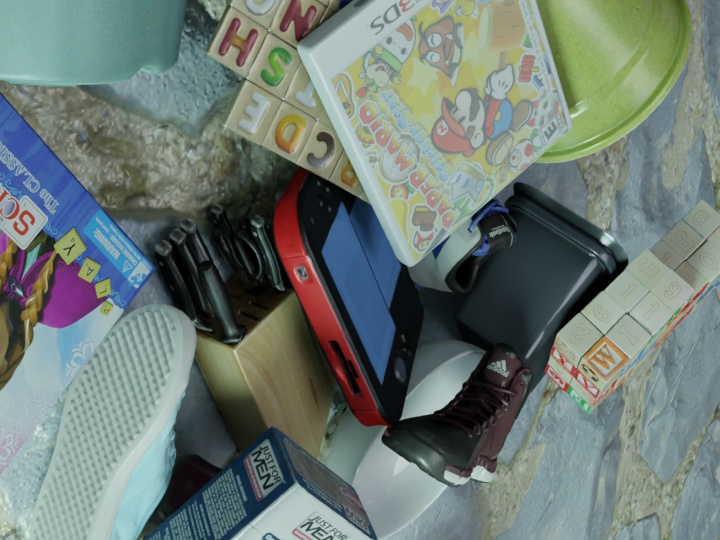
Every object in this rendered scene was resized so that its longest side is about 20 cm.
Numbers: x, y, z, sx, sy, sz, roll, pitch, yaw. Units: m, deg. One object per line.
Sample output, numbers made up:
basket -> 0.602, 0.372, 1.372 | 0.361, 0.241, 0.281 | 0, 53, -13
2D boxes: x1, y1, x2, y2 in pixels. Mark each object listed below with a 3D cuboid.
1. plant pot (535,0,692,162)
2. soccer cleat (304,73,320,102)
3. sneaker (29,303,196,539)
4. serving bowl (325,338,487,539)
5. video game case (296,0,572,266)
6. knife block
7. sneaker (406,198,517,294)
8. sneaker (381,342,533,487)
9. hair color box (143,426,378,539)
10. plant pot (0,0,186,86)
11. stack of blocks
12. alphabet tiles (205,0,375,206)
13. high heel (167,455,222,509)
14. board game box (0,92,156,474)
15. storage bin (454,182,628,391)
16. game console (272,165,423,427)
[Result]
plant pot -> 0.145, -0.225, 0.850 | 0.184, 0.199, 0.202 | 39, 73, -39
soccer cleat -> 0.011, -0.138, 0.775 | 0.198, 0.069, 0.078 | -9, 133, -40
sneaker -> -0.155, 0.112, 0.694 | 0.202, 0.073, 0.082 | -62, 158, 11
serving bowl -> 0.036, 0.142, 0.918 | 0.199, 0.065, 0.202 | -34, 142, -32
video game case -> 0.064, -0.130, 0.741 | 0.181, 0.023, 0.201 | -40, 131, -14
knife block -> -0.090, 0.059, 0.760 | 0.174, 0.063, 0.203 | 12, 94, -50
sneaker -> 0.082, -0.067, 0.878 | 0.080, 0.114, 0.203 | -19, 117, -45
sneaker -> 0.087, 0.109, 0.838 | 0.117, 0.075, 0.200 | -62, 159, 1
hair color box -> -0.095, 0.210, 0.702 | 0.199, 0.061, 0.100 | -41, 128, 7
plant pot -> -0.157, -0.206, 0.502 | 0.199, 0.199, 0.199 | -16, 122, -45
stack of blocks -> 0.261, 0.030, 0.932 | 0.200, 0.059, 0.115 | -42, 161, -12
alphabet tiles -> -0.008, -0.149, 0.699 | 0.199, 0.008, 0.169 | 24, 94, -44
high heel -> -0.114, 0.247, 0.770 | 0.067, 0.095, 0.203 | -6, 107, -48
board game box -> -0.238, 0.012, 0.586 | 0.201, 0.041, 0.201 | -56, 138, -20
storage bin -> 0.154, 0.025, 0.977 | 0.135, 0.145, 0.200 | -53, 162, -9
game console -> 0.000, 0.000, 0.791 | 0.178, 0.031, 0.202 | -65, 138, -54
